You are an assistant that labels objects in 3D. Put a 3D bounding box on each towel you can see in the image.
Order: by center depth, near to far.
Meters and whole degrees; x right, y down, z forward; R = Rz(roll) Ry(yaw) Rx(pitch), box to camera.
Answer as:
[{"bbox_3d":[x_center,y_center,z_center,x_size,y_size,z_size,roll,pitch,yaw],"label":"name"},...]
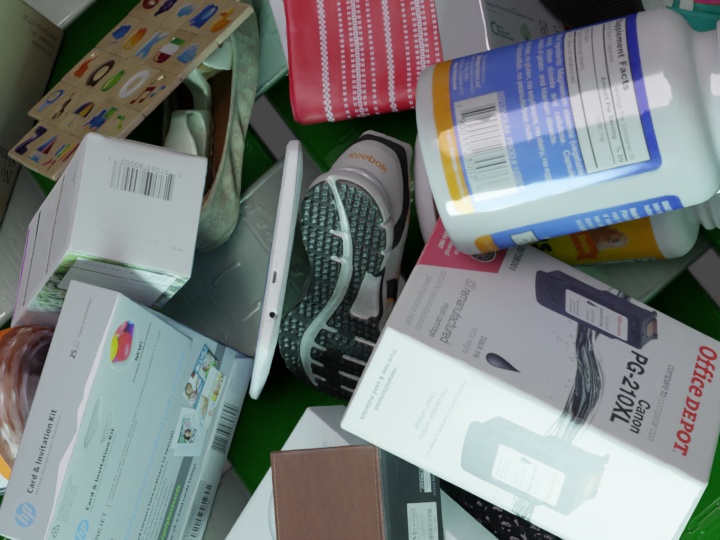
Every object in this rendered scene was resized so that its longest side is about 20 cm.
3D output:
[{"bbox_3d":[0.044,-0.175,1.382,0.198,0.022,0.146,-8,77,18],"label":"towel"}]

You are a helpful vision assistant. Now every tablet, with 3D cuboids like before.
[{"bbox_3d":[-0.052,0.004,1.349,0.014,0.200,0.131,9,79,-2],"label":"tablet"}]

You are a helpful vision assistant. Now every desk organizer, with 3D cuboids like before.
[{"bbox_3d":[0.003,0.200,1.271,0.076,0.072,0.202,-7,85,30],"label":"desk organizer"}]

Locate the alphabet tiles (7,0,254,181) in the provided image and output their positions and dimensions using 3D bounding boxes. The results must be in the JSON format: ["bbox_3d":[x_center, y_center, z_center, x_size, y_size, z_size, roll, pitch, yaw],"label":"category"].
[{"bbox_3d":[-0.149,-0.138,1.447,0.200,0.006,0.166,-46,26,-11],"label":"alphabet tiles"}]

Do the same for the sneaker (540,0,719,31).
[{"bbox_3d":[0.172,-0.201,1.325,0.083,0.200,0.122,-8,53,39],"label":"sneaker"}]

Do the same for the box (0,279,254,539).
[{"bbox_3d":[-0.141,0.105,1.350,0.041,0.200,0.157,14,83,22],"label":"box"}]

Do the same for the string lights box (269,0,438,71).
[{"bbox_3d":[0.042,-0.191,1.430,0.199,0.059,0.104,-22,71,15],"label":"string lights box"}]

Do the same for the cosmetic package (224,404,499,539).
[{"bbox_3d":[0.009,0.203,1.336,0.200,0.052,0.152,39,108,24],"label":"cosmetic package"}]

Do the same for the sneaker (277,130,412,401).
[{"bbox_3d":[0.000,0.000,1.354,0.073,0.201,0.080,23,46,9],"label":"sneaker"}]

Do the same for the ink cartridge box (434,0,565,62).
[{"bbox_3d":[0.076,-0.214,1.313,0.039,0.099,0.202,-14,76,34],"label":"ink cartridge box"}]

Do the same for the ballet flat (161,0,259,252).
[{"bbox_3d":[-0.105,-0.114,1.465,0.067,0.062,0.202,-6,75,21],"label":"ballet flat"}]

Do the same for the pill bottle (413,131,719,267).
[{"bbox_3d":[0.139,-0.057,1.334,0.198,0.109,0.110,-6,75,19],"label":"pill bottle"}]

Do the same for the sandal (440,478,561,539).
[{"bbox_3d":[0.074,0.114,1.359,0.075,0.045,0.202,-23,84,20],"label":"sandal"}]

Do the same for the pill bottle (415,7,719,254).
[{"bbox_3d":[0.139,-0.083,1.219,0.198,0.112,0.113,-13,73,13],"label":"pill bottle"}]

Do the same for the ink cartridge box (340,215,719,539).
[{"bbox_3d":[0.107,0.068,1.254,0.199,0.145,0.085,26,125,1],"label":"ink cartridge box"}]

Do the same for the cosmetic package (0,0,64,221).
[{"bbox_3d":[-0.286,-0.095,1.508,0.072,0.103,0.202,14,83,22],"label":"cosmetic package"}]

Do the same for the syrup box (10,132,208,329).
[{"bbox_3d":[-0.163,-0.013,1.384,0.078,0.200,0.082,12,72,-16],"label":"syrup box"}]

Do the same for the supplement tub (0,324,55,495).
[{"bbox_3d":[-0.245,0.095,1.424,0.199,0.107,0.108,-12,73,31],"label":"supplement tub"}]
